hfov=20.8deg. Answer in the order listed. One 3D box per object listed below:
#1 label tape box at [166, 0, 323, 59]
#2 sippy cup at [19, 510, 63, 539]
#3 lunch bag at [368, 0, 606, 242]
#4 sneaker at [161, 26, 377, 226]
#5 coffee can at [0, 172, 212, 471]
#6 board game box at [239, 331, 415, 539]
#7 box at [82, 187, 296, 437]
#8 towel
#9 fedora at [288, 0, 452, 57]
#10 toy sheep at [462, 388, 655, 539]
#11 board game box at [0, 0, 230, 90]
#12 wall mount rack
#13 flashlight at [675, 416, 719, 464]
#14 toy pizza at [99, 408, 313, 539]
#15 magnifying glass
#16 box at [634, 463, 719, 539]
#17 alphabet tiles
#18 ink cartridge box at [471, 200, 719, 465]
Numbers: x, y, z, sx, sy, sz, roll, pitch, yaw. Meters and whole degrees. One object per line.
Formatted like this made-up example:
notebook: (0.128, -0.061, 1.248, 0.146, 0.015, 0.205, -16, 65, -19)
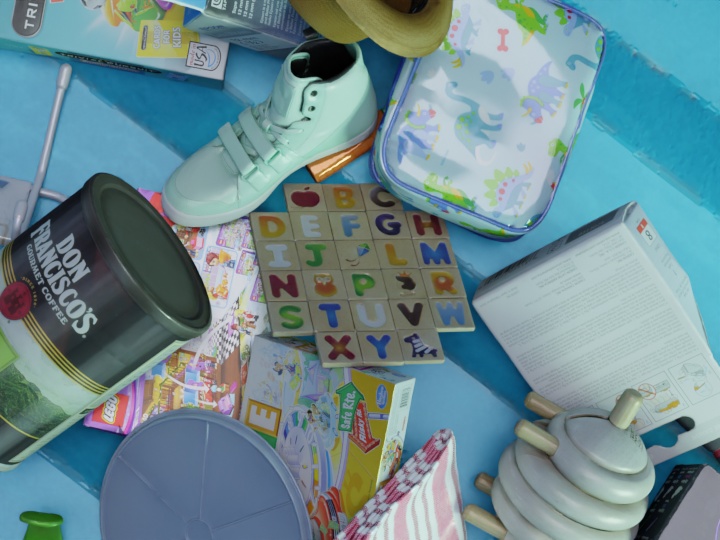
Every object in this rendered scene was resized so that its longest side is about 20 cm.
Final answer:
label tape box: (-0.091, -0.260, 1.578, 0.199, 0.066, 0.145, 12, 82, -43)
sippy cup: (-0.262, 0.290, 1.531, 0.139, 0.130, 0.179, -28, 88, -6)
lunch bag: (0.102, -0.138, 1.609, 0.159, 0.082, 0.202, 21, 83, -5)
sneaker: (-0.080, -0.120, 1.570, 0.199, 0.119, 0.074, -31, 62, -12)
coffee can: (-0.236, 0.041, 1.519, 0.199, 0.146, 0.147, -36, 88, 14)
board game box: (-0.038, 0.163, 1.549, 0.133, 0.034, 0.202, 17, 104, 29)
box: (-0.139, 0.045, 1.610, 0.135, 0.039, 0.202, 13, 84, -4)
towel: (0.027, 0.237, 1.529, 0.030, 0.147, 0.200, 19, 45, 32)
fedora: (-0.012, -0.245, 1.533, 0.081, 0.200, 0.202, -28, 87, 34)
toy sheep: (0.168, 0.174, 1.573, 0.137, 0.138, 0.201, 28, 121, -1)
board game box: (-0.198, -0.245, 1.630, 0.198, 0.047, 0.153, 10, 84, -4)
wall mount rack: (-0.316, -0.097, 1.597, 0.198, 0.075, 0.175, 13, 49, -4)
flashlight: (0.288, 0.106, 1.631, 0.200, 0.068, 0.068, 45, 121, 4)
toy pizza: (-0.121, 0.207, 1.562, 0.198, 0.032, 0.202, 5, 100, 26)
magnifying glass: (0.039, -0.137, 1.653, 0.199, 0.022, 0.080, -33, 88, -6)
box: (0.264, 0.271, 1.588, 0.122, 0.106, 0.201, 34, 83, 1)
alphabet tiles: (0.000, 0.000, 1.574, 0.165, 0.006, 0.201, -1, 46, -14)
ink cartridge box: (0.210, 0.061, 1.597, 0.162, 0.050, 0.201, -29, 105, 34)
